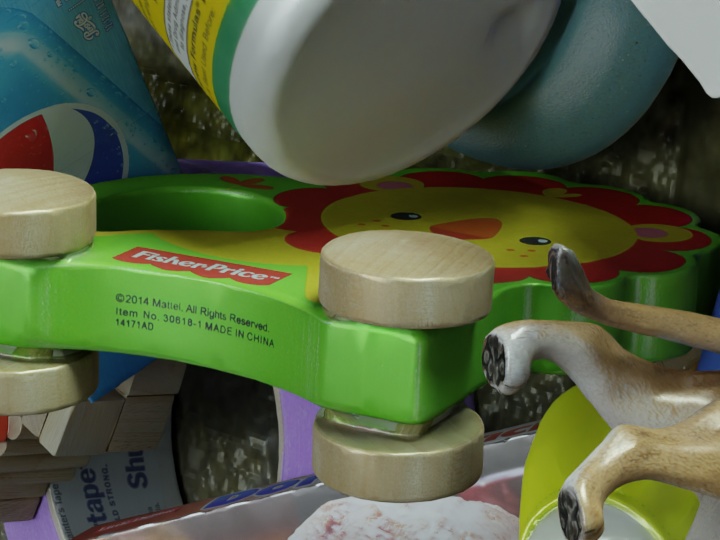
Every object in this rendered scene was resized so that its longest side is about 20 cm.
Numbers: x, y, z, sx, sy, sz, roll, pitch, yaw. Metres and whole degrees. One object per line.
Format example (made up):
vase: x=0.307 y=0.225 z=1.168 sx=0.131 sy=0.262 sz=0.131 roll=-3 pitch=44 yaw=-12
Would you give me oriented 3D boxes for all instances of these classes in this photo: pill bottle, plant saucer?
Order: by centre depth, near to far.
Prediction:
pill bottle: x=-0.037 y=-0.130 z=0.781 sx=0.200 sy=0.113 sz=0.113 roll=51 pitch=124 yaw=30
plant saucer: x=0.030 y=-0.127 z=0.810 sx=0.200 sy=0.027 sz=0.200 roll=24 pitch=121 yaw=48

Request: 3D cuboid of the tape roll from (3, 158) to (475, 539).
tape roll: x=-0.050 y=0.060 z=0.944 sx=0.200 sy=0.066 sz=0.200 roll=0 pitch=90 yaw=46

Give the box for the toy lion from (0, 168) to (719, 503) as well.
toy lion: x=0.000 y=0.000 z=0.775 sx=0.200 sy=0.192 sz=0.069 roll=10 pitch=108 yaw=24

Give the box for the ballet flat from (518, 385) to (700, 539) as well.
ballet flat: x=0.079 y=0.127 z=0.743 sx=0.067 sy=0.067 sz=0.200 roll=-15 pitch=78 yaw=29

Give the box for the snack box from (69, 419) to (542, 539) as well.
snack box: x=0.004 y=0.099 z=0.838 sx=0.200 sy=0.024 sz=0.072 roll=-15 pitch=96 yaw=21

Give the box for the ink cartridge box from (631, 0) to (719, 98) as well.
ink cartridge box: x=0.156 y=-0.132 z=0.675 sx=0.200 sy=0.067 sz=0.117 roll=-54 pitch=28 yaw=17

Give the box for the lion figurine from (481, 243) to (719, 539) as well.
lion figurine: x=0.101 y=0.087 z=0.671 sx=0.072 sy=0.122 sz=0.200 roll=-155 pitch=62 yaw=-66

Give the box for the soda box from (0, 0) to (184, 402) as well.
soda box: x=-0.107 y=-0.052 z=0.827 sx=0.068 sy=0.064 sz=0.200 roll=43 pitch=162 yaw=39

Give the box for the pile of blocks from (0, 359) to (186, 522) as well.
pile of blocks: x=-0.146 y=0.055 z=0.953 sx=0.200 sy=0.062 sz=0.082 roll=-34 pitch=66 yaw=40

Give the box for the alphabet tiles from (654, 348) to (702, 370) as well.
alphabet tiles: x=0.140 y=0.107 z=0.785 sx=0.167 sy=0.008 sz=0.200 roll=-38 pitch=63 yaw=40

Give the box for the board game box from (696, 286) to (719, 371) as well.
board game box: x=0.174 y=0.008 z=0.679 sx=0.200 sy=0.045 sz=0.135 roll=27 pitch=105 yaw=59
